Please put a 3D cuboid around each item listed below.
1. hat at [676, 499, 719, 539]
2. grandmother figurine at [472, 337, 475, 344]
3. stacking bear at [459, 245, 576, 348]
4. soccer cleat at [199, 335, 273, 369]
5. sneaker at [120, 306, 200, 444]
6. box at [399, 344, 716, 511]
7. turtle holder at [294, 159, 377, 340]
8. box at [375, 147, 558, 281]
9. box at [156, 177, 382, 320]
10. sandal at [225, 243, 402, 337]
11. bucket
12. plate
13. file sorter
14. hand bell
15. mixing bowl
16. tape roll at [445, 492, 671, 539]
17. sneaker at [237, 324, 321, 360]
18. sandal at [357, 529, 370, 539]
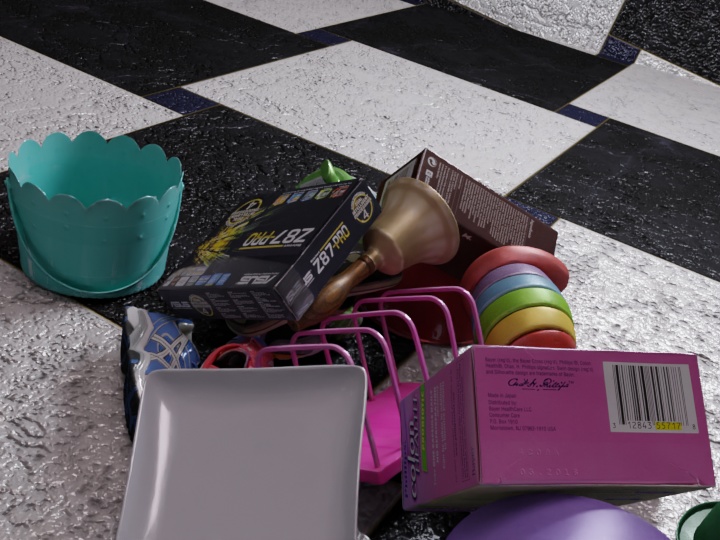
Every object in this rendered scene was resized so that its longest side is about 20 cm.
[{"bbox_3d":[0.395,0.207,0.815,0.164,0.178,0.200,-7,34,-30],"label":"hat"},{"bbox_3d":[0.196,0.098,1.059,0.121,0.061,0.199,35,38,20],"label":"grandmother figurine"},{"bbox_3d":[0.178,0.077,0.918,0.113,0.121,0.201,33,26,-32],"label":"stacking bear"},{"bbox_3d":[-0.122,0.098,0.887,0.066,0.077,0.200,28,19,3],"label":"soccer cleat"},{"bbox_3d":[-0.196,0.102,0.880,0.076,0.076,0.201,3,35,-19],"label":"sneaker"},{"bbox_3d":[0.139,0.131,0.694,0.174,0.200,0.098,3,69,-12],"label":"box"},{"bbox_3d":[-0.022,-0.028,1.065,0.131,0.141,0.186,25,30,-42],"label":"turtle holder"},{"bbox_3d":[0.119,-0.047,1.026,0.199,0.100,0.076,28,60,-20],"label":"box"},{"bbox_3d":[-0.095,-0.019,0.907,0.199,0.049,0.162,-2,42,46],"label":"box"},{"bbox_3d":[-0.051,0.025,0.960,0.199,0.058,0.080,-20,44,-14],"label":"sandal"},{"bbox_3d":[-0.319,-0.068,1.071,0.205,0.136,0.208,8,29,-5],"label":"bucket"},{"bbox_3d":[-0.094,0.176,0.717,0.198,0.032,0.201,-2,61,10],"label":"plate"},{"bbox_3d":[0.017,0.100,0.862,0.138,0.127,0.199,-5,12,42],"label":"file sorter"},{"bbox_3d":[0.000,0.000,0.892,0.104,0.105,0.200,30,52,29],"label":"hand bell"},{"bbox_3d":[0.095,-0.003,1.147,0.198,0.109,0.201,9,30,-5],"label":"mixing bowl"},{"bbox_3d":[0.137,0.259,0.603,0.198,0.202,0.085,18,30,11],"label":"tape roll"},{"bbox_3d":[-0.117,0.035,1.030,0.199,0.078,0.078,31,33,28],"label":"sneaker"},{"bbox_3d":[-0.069,0.217,0.761,0.202,0.050,0.082,39,52,19],"label":"sandal"}]
